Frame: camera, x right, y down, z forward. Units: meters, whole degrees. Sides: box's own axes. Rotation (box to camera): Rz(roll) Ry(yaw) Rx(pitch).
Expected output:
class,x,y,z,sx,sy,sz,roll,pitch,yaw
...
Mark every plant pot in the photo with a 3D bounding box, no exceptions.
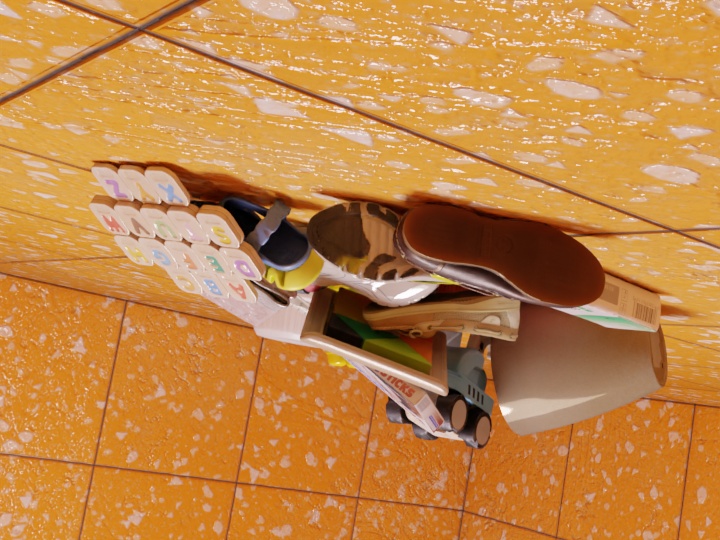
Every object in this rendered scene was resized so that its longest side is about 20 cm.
class,x,y,z,sx,sy,sz,roll,pitch,yaw
plant pot,0.298,0.117,1.401,0.198,0.190,0.187,-9,164,29

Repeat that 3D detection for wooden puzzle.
class,x,y,z,sx,sy,sz,roll,pitch,yaw
wooden puzzle,0.023,0.075,1.288,0.183,0.038,0.200,21,-164,-3

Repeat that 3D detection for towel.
class,x,y,z,sx,sy,sz,roll,pitch,yaw
towel,-0.186,-0.001,1.316,0.199,0.032,0.191,35,161,-11

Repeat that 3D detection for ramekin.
class,x,y,z,sx,sy,sz,roll,pitch,yaw
ramekin,-0.114,0.090,2.000,0.199,0.096,0.202,10,172,1

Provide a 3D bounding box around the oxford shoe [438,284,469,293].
class,x,y,z,sx,sy,sz,roll,pitch,yaw
oxford shoe,0.109,0.026,1.367,0.198,0.072,0.073,15,-168,21

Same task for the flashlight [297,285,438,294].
class,x,y,z,sx,sy,sz,roll,pitch,yaw
flashlight,0.000,0.000,1.287,0.197,0.068,0.069,3,133,22

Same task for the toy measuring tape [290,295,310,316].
class,x,y,z,sx,sy,sz,roll,pitch,yaw
toy measuring tape,-0.107,0.012,1.403,0.198,0.074,0.073,29,168,-12

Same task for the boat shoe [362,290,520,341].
class,x,y,z,sx,sy,sz,roll,pitch,yaw
boat shoe,0.100,0.061,1.262,0.198,0.064,0.073,-4,-171,-21

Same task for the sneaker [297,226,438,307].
class,x,y,z,sx,sy,sz,roll,pitch,yaw
sneaker,-0.004,-0.008,1.196,0.197,0.076,0.087,7,166,19

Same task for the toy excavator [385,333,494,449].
class,x,y,z,sx,sy,sz,roll,pitch,yaw
toy excavator,0.140,0.132,1.391,0.099,0.202,0.194,3,158,37

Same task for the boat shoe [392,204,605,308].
class,x,y,z,sx,sy,sz,roll,pitch,yaw
boat shoe,0.126,-0.013,0.978,0.198,0.071,0.070,20,165,-5

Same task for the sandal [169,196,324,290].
class,x,y,z,sx,sy,sz,roll,pitch,yaw
sandal,-0.131,-0.048,1.112,0.198,0.080,0.088,12,144,27

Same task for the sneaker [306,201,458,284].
class,x,y,z,sx,sy,sz,roll,pitch,yaw
sneaker,0.040,-0.016,1.043,0.197,0.076,0.085,12,173,-11

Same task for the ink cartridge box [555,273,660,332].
class,x,y,z,sx,sy,sz,roll,pitch,yaw
ink cartridge box,0.232,0.031,1.257,0.160,0.051,0.198,17,168,-43

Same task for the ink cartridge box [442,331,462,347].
class,x,y,z,sx,sy,sz,roll,pitch,yaw
ink cartridge box,0.083,0.130,1.535,0.066,0.118,0.200,10,179,-11

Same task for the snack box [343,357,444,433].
class,x,y,z,sx,sy,sz,roll,pitch,yaw
snack box,0.022,0.124,1.303,0.199,0.024,0.072,36,167,41

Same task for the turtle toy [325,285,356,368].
class,x,y,z,sx,sy,sz,roll,pitch,yaw
turtle toy,0.010,0.060,1.500,0.100,0.148,0.200,-10,-178,-23

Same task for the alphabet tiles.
class,x,y,z,sx,sy,sz,roll,pitch,yaw
alphabet tiles,-0.192,-0.034,1.092,0.198,0.015,0.197,7,143,35
